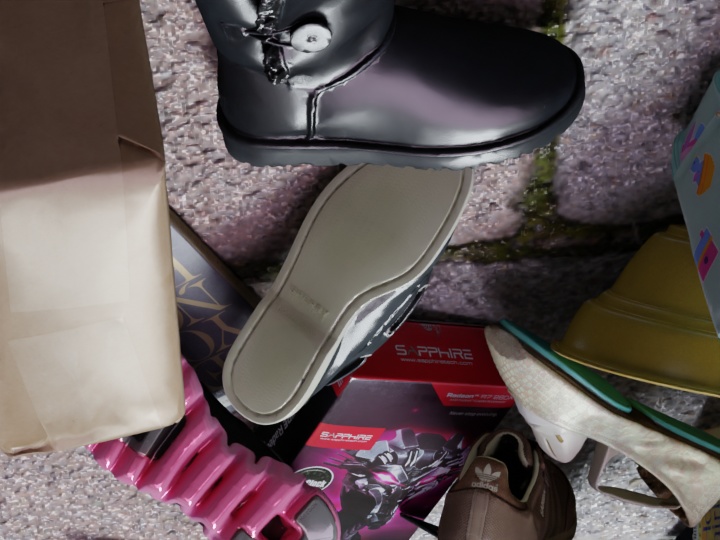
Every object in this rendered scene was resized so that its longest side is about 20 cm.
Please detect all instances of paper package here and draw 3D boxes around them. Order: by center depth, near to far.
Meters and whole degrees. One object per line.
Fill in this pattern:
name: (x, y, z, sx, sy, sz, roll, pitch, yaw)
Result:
paper package: (-0.150, -0.047, 1.307, 0.103, 0.191, 0.200, -8, 141, -6)

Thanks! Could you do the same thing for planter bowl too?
planter bowl: (0.212, 0.021, 1.516, 0.199, 0.200, 0.084, 7, 96, -20)

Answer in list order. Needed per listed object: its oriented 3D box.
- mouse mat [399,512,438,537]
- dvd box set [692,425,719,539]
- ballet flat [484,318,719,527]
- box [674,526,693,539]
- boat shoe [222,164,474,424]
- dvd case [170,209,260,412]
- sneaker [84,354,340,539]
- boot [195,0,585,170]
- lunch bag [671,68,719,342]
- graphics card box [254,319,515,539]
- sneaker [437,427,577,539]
mouse mat: (0.133, 0.198, 1.625, 0.161, 0.200, 0.008, 24, 89, -43)
dvd box set: (0.243, 0.160, 1.610, 0.029, 0.147, 0.200, 1, 172, -10)
ballet flat: (0.142, 0.097, 1.571, 0.200, 0.067, 0.063, 30, 96, -27)
box: (0.340, 0.188, 1.743, 0.196, 0.124, 0.200, 12, 136, -25)
boat shoe: (0.002, 0.002, 1.493, 0.200, 0.074, 0.066, -57, 164, 15)
dvd case: (-0.136, 0.036, 1.547, 0.148, 0.016, 0.200, -25, 139, 17)
sneaker: (-0.097, 0.100, 1.541, 0.079, 0.095, 0.200, -43, 100, 3)
boot: (0.013, -0.127, 1.334, 0.199, 0.077, 0.168, -4, 144, 2)
lunch bag: (0.259, -0.012, 1.427, 0.160, 0.201, 0.077, 9, 138, -24)
graphics card box: (0.000, 0.108, 1.625, 0.125, 0.051, 0.200, 5, 140, -31)
sneaker: (0.096, 0.128, 1.598, 0.070, 0.200, 0.076, 13, 103, 10)
